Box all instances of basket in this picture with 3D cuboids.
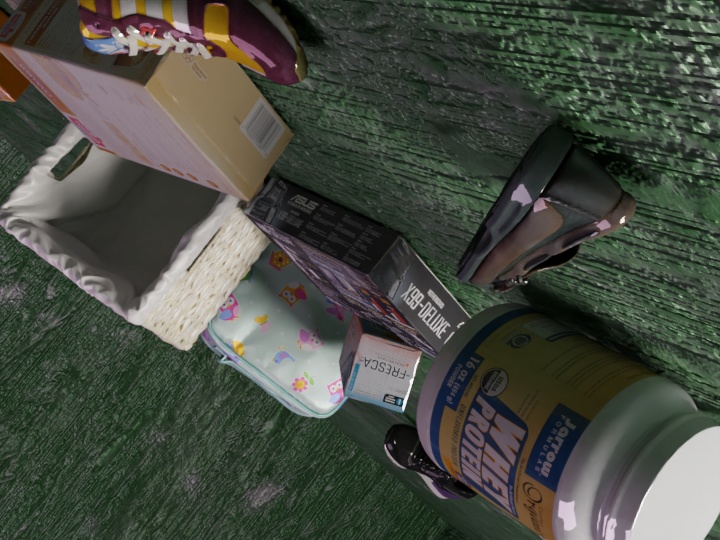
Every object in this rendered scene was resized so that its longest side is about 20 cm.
[{"bbox_3d":[-0.215,-0.056,1.318,0.200,0.198,0.161,34,171,19],"label":"basket"}]

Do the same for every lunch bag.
[{"bbox_3d":[-0.082,0.067,1.493,0.200,0.161,0.077,39,170,-11],"label":"lunch bag"}]

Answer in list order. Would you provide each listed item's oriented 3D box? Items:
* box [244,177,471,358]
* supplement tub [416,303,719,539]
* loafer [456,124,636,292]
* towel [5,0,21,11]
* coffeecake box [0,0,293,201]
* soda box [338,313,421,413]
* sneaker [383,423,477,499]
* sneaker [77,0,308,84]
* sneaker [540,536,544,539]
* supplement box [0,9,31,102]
[{"bbox_3d":[0.000,0.000,1.224,0.200,0.050,0.158,27,165,48],"label":"box"},{"bbox_3d":[0.155,0.123,0.953,0.200,0.145,0.145,29,167,41],"label":"supplement tub"},{"bbox_3d":[0.101,-0.019,0.739,0.063,0.072,0.200,32,168,3],"label":"loafer"},{"bbox_3d":[-0.280,-0.254,1.161,0.192,0.035,0.200,28,164,33],"label":"towel"},{"bbox_3d":[-0.177,-0.148,1.054,0.200,0.073,0.154,20,161,38],"label":"coffeecake box"},{"bbox_3d":[0.017,0.088,1.342,0.063,0.069,0.200,16,-175,-3],"label":"soda box"},{"bbox_3d":[0.129,0.323,2.214,0.200,0.076,0.087,40,156,-31],"label":"sneaker"},{"bbox_3d":[-0.127,-0.161,0.833,0.200,0.090,0.075,36,170,15],"label":"sneaker"},{"bbox_3d":[0.315,0.391,1.783,0.200,0.076,0.077,40,174,-18],"label":"sneaker"},{"bbox_3d":[-0.459,-0.271,1.568,0.126,0.074,0.200,43,169,-23],"label":"supplement box"}]
